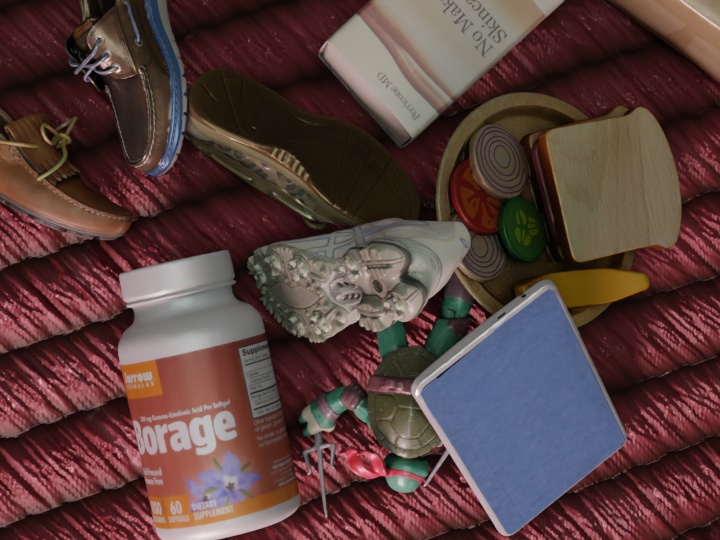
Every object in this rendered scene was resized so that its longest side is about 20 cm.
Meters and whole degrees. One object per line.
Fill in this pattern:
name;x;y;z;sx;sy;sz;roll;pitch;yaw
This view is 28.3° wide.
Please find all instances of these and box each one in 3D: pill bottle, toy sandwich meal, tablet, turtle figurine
pill bottle;-0.117;0.091;1.059;0.111;0.112;0.202;-13;91;-5
toy sandwich meal;0.152;-0.048;1.078;0.204;0.070;0.207;5;79;-27
tablet;0.124;0.107;1.071;0.130;0.014;0.200;-37;131;-6
turtle figurine;0.038;0.094;1.082;0.149;0.101;0.202;12;79;-14

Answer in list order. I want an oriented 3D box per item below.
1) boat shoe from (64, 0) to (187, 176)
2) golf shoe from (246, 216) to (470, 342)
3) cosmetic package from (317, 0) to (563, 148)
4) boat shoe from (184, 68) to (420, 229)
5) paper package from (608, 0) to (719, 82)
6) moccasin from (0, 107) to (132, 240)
boat shoe;-0.182;-0.168;1.066;0.072;0.072;0.202;-4;79;-40
golf shoe;0.000;0.000;1.054;0.097;0.199;0.079;-32;110;-36
cosmetic package;0.074;-0.199;1.089;0.200;0.087;0.103;-44;94;-4
boat shoe;-0.046;-0.083;1.098;0.199;0.063;0.074;33;61;-7
paper package;0.303;-0.254;1.102;0.199;0.103;0.191;34;86;-3
moccasin;-0.254;-0.094;1.072;0.201;0.074;0.078;36;97;6
